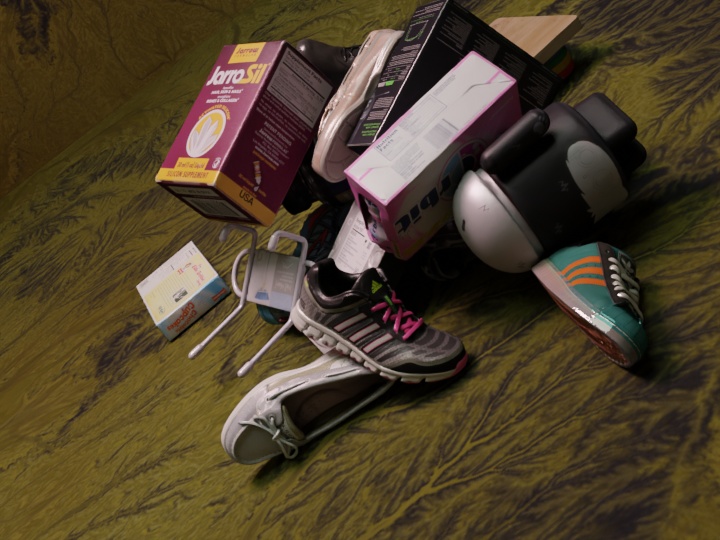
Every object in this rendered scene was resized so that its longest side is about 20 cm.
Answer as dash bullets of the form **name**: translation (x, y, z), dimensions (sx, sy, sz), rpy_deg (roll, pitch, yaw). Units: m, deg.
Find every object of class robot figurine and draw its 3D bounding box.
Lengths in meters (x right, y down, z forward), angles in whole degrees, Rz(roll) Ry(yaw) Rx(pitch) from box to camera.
- **robot figurine**: translation (0.185, -0.088, 1.114), dimensions (0.199, 0.151, 0.125), rpy_deg (-38, 10, 3)

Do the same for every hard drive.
- **hard drive**: translation (0.000, 0.000, 1.275), dimensions (0.202, 0.038, 0.140), rpy_deg (-63, 25, 5)

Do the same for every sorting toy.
- **sorting toy**: translation (0.193, -0.264, 1.543), dimensions (0.200, 0.070, 0.198), rpy_deg (-43, 25, -13)

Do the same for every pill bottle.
- **pill bottle**: translation (-0.014, -0.149, 1.394), dimensions (0.198, 0.112, 0.112), rpy_deg (-25, 27, 13)

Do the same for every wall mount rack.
- **wall mount rack**: translation (-0.132, 0.036, 1.341), dimensions (0.199, 0.074, 0.176), rpy_deg (11, 89, 52)

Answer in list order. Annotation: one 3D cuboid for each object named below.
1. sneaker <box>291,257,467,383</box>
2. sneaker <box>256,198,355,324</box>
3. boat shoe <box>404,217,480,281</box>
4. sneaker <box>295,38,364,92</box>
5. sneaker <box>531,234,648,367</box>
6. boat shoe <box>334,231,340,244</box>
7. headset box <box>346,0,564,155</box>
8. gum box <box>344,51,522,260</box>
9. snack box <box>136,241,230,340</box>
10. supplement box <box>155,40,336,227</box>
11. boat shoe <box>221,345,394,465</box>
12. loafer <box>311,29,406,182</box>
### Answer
- **sneaker**: translation (0.018, 0.045, 1.128), dimensions (0.198, 0.088, 0.074), rpy_deg (22, 34, 24)
- **sneaker**: translation (-0.043, -0.007, 1.415), dimensions (0.095, 0.079, 0.201), rpy_deg (9, 60, 50)
- **boat shoe**: translation (0.092, -0.021, 1.257), dimensions (0.199, 0.071, 0.069), rpy_deg (-23, 57, 49)
- **sneaker**: translation (0.012, -0.260, 1.417), dimensions (0.091, 0.198, 0.076), rpy_deg (-51, 35, 38)
- **sneaker**: translation (0.221, 0.016, 1.011), dimensions (0.080, 0.071, 0.200), rpy_deg (-39, 23, 5)
- **boat shoe**: translation (0.031, -0.072, 1.417), dimensions (0.060, 0.074, 0.200), rpy_deg (-9, 32, 34)
- **headset box**: translation (0.104, -0.174, 1.266), dimensions (0.202, 0.173, 0.093), rpy_deg (-63, 20, -5)
- **gum box**: translation (0.078, -0.113, 1.147), dimensions (0.200, 0.114, 0.066), rpy_deg (-43, 60, -11)
- **snack box**: translation (-0.272, 0.027, 1.687), dimensions (0.116, 0.037, 0.200), rpy_deg (-40, 25, -5)
- **supplement box**: translation (-0.138, -0.165, 1.347), dimensions (0.130, 0.103, 0.202), rpy_deg (6, 66, 47)
- **boat shoe**: translation (-0.055, 0.142, 1.159), dimensions (0.201, 0.075, 0.065), rpy_deg (-28, 25, -1)
- **loafer**: translation (-0.003, -0.196, 1.311), dimensions (0.063, 0.072, 0.201), rpy_deg (24, 79, 40)
